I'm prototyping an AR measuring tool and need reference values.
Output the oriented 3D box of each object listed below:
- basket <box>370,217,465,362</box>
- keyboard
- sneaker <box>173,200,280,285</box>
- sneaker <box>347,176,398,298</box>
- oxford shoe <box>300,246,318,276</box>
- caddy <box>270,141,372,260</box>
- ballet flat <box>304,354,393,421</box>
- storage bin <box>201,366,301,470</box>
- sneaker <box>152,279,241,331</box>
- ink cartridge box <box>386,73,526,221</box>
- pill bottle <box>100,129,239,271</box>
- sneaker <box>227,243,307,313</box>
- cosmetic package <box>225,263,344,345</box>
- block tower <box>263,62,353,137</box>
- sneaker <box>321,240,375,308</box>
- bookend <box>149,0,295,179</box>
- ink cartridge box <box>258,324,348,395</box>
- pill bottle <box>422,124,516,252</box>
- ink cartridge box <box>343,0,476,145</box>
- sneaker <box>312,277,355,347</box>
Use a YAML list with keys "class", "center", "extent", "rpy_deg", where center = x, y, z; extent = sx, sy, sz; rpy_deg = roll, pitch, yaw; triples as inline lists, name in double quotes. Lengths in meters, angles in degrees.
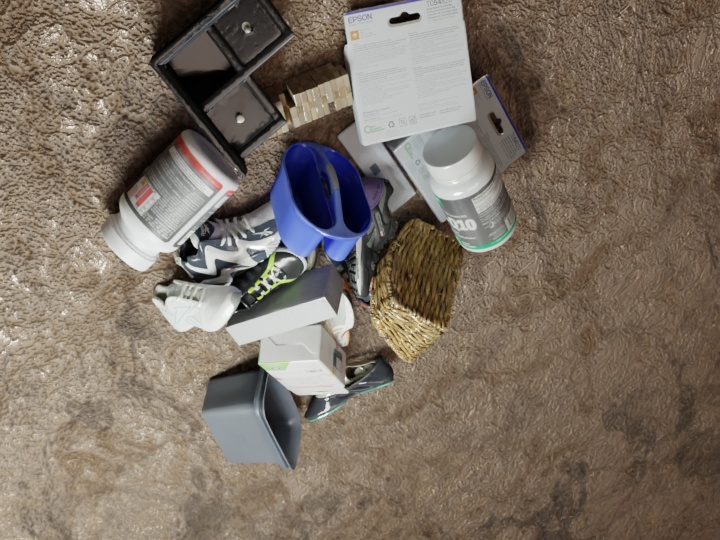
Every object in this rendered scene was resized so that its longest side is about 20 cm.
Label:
- class: "basket"
  center: [0.081, 0.032, 1.572]
  extent: [0.141, 0.203, 0.149]
  rpy_deg: [25, 144, -11]
- class: "keyboard"
  center: [0.030, -0.177, 1.512]
  extent: [0.056, 0.011, 0.200]
  rpy_deg: [-34, 132, 6]
- class: "sneaker"
  center: [-0.215, -0.060, 1.422]
  extent: [0.198, 0.080, 0.129]
  rpy_deg: [-35, 142, 15]
- class: "sneaker"
  center: [0.024, -0.054, 1.500]
  extent: [0.085, 0.076, 0.205]
  rpy_deg: [-1, 98, -11]
- class: "oxford shoe"
  center: [-0.113, 0.010, 1.544]
  extent: [0.073, 0.058, 0.203]
  rpy_deg: [13, 129, -5]
- class: "caddy"
  center: [-0.060, -0.113, 1.394]
  extent: [0.139, 0.203, 0.106]
  rpy_deg: [5, 140, -28]
- class: "ballet flat"
  center: [-0.031, 0.222, 1.746]
  extent: [0.197, 0.074, 0.074]
  rpy_deg: [-26, 132, 0]
- class: "storage bin"
  center: [-0.201, 0.265, 1.651]
  extent: [0.131, 0.147, 0.202]
  rpy_deg: [-6, 133, 12]
- class: "sneaker"
  center: [-0.267, 0.052, 1.428]
  extent: [0.080, 0.198, 0.071]
  rpy_deg: [43, 55, -31]
- class: "ink cartridge box"
  center: [0.167, -0.212, 1.524]
  extent: [0.199, 0.041, 0.200]
  rpy_deg: [-38, 133, 2]
- class: "pill bottle"
  center: [-0.286, -0.102, 1.331]
  extent: [0.200, 0.116, 0.116]
  rpy_deg: [-43, 132, 8]
- class: "sneaker"
  center: [-0.168, 0.030, 1.472]
  extent: [0.197, 0.084, 0.072]
  rpy_deg: [-27, 129, 25]
- class: "cosmetic package"
  center: [-0.126, 0.059, 1.496]
  extent: [0.196, 0.083, 0.051]
  rpy_deg: [-17, 125, 24]
- class: "block tower"
  center: [-0.112, -0.249, 1.353]
  extent: [0.196, 0.054, 0.059]
  rpy_deg: [-22, 131, -10]
- class: "sneaker"
  center: [0.000, 0.000, 1.576]
  extent: [0.074, 0.085, 0.201]
  rpy_deg: [-36, 132, 2]
- class: "bookend"
  center: [-0.155, -0.274, 1.241]
  extent: [0.198, 0.092, 0.201]
  rpy_deg: [-38, 111, 2]
- class: "ink cartridge box"
  center: [-0.095, 0.165, 1.611]
  extent: [0.114, 0.069, 0.200]
  rpy_deg: [-4, 155, 14]
- class: "pill bottle"
  center: [0.179, -0.135, 1.472]
  extent: [0.112, 0.114, 0.201]
  rpy_deg: [-33, 132, 0]
- class: "ink cartridge box"
  center: [0.075, -0.314, 1.383]
  extent: [0.195, 0.041, 0.204]
  rpy_deg: [-13, 109, -11]
- class: "sneaker"
  center: [-0.062, 0.084, 1.586]
  extent: [0.090, 0.077, 0.201]
  rpy_deg: [-7, 148, -11]
